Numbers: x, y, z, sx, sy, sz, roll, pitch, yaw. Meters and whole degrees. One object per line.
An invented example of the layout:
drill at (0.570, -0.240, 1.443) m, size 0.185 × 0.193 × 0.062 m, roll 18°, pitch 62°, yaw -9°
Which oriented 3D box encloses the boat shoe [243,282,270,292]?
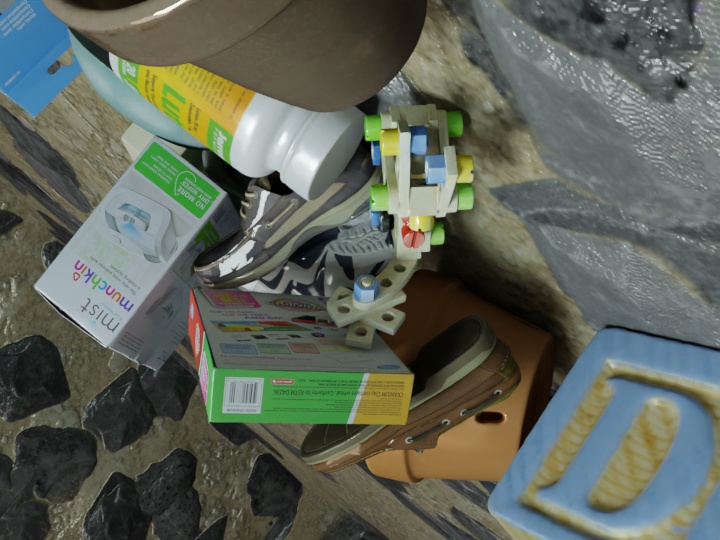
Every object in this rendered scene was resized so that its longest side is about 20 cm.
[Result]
boat shoe at (-0.109, -0.002, 1.178) m, size 0.067 × 0.073 × 0.200 m, roll 20°, pitch 158°, yaw -11°

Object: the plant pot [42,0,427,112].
plant pot at (-0.048, -0.174, 0.484) m, size 0.198 × 0.203 × 0.174 m, roll 25°, pitch 175°, yaw 36°

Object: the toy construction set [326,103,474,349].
toy construction set at (0.033, -0.039, 0.670) m, size 0.090 × 0.133 × 0.202 m, roll 7°, pitch 131°, yaw -14°

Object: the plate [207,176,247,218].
plate at (-0.111, -0.040, 0.987) m, size 0.199 × 0.026 × 0.201 m, roll 37°, pitch 161°, yaw 14°

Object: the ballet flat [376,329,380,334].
ballet flat at (0.032, 0.059, 0.909) m, size 0.056 × 0.068 × 0.199 m, roll 12°, pitch -166°, yaw 19°

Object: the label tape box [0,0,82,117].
label tape box at (-0.363, -0.276, 0.908) m, size 0.198 × 0.145 × 0.064 m, roll 36°, pitch 160°, yaw 9°

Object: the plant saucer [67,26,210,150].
plant saucer at (-0.199, -0.166, 0.855) m, size 0.199 × 0.039 × 0.201 m, roll 35°, pitch -168°, yaw -8°

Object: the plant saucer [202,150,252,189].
plant saucer at (-0.083, -0.077, 0.965) m, size 0.198 × 0.050 × 0.201 m, roll 35°, pitch 161°, yaw 14°

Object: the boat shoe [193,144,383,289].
boat shoe at (-0.073, -0.058, 0.802) m, size 0.074 × 0.198 × 0.075 m, roll 54°, pitch -172°, yaw -25°

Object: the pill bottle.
pill bottle at (-0.095, -0.148, 0.722) m, size 0.199 × 0.112 × 0.111 m, roll 37°, pitch 162°, yaw 8°

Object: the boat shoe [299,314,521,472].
boat shoe at (0.041, 0.120, 0.730) m, size 0.068 × 0.198 × 0.072 m, roll 49°, pitch -159°, yaw -21°

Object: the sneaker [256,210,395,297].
sneaker at (0.000, 0.000, 0.864) m, size 0.195 × 0.081 × 0.130 m, roll -17°, pitch 139°, yaw 22°

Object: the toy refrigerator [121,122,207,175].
toy refrigerator at (-0.210, -0.127, 1.029) m, size 0.070 × 0.076 × 0.200 m, roll 38°, pitch 168°, yaw 3°

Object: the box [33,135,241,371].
box at (-0.202, -0.005, 0.885) m, size 0.096 × 0.178 × 0.200 m, roll 36°, pitch 171°, yaw 7°

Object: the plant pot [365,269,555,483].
plant pot at (0.102, 0.114, 0.845) m, size 0.137 × 0.203 × 0.201 m, roll 13°, pitch 153°, yaw 21°

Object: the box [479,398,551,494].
box at (0.234, 0.243, 0.990) m, size 0.200 × 0.108 × 0.148 m, roll 47°, pitch 161°, yaw -19°

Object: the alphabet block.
alphabet block at (0.254, 0.194, 0.697) m, size 0.201 × 0.196 × 0.195 m, roll 49°, pitch 162°, yaw -30°

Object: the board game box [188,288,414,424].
board game box at (-0.058, 0.065, 0.724) m, size 0.149 × 0.041 × 0.200 m, roll 4°, pitch -166°, yaw -16°
